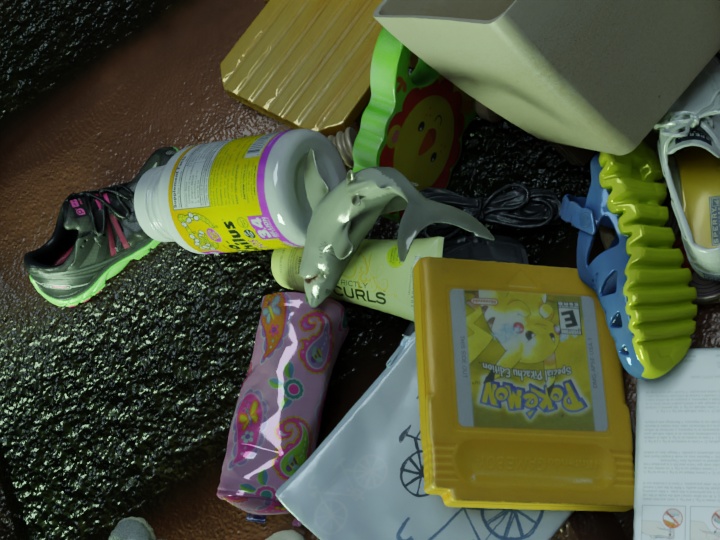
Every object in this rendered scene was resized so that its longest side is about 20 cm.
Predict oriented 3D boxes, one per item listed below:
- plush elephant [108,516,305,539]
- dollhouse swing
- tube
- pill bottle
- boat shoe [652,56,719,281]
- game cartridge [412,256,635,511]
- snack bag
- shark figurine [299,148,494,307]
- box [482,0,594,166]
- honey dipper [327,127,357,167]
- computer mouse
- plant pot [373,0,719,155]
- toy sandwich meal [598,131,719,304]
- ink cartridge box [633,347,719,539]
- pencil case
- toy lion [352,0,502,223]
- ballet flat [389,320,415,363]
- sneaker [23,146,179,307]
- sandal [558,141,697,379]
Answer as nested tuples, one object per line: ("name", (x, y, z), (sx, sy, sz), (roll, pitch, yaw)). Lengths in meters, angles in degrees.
("plush elephant", (-0.096, 0.282, 1.113), (0.154, 0.200, 0.165), (-23, 59, -14))
("dollhouse swing", (-0.050, -0.264, 1.320), (0.200, 0.182, 0.176), (30, 62, 30))
("tube", (0.000, 0.000, 1.206), (0.199, 0.058, 0.052), (9, 47, 47))
("pill bottle", (-0.115, -0.069, 1.258), (0.199, 0.104, 0.105), (-4, 66, 39))
("boat shoe", (0.263, -0.098, 1.070), (0.074, 0.086, 0.203), (-8, 68, 21))
("game cartridge", (0.132, 0.091, 1.098), (0.175, 0.032, 0.201), (4, 66, -16))
("snack bag", (0.056, 0.179, 1.095), (0.200, 0.021, 0.189), (41, 80, 2))
("shark figurine", (0.023, -0.052, 1.121), (0.214, 0.089, 0.129), (-22, 70, 56))
("box", (0.195, -0.219, 1.197), (0.200, 0.163, 0.021), (-54, 24, -5))
("honey dipper", (-0.091, -0.088, 1.333), (0.199, 0.038, 0.038), (-20, 62, 18))
("computer mouse", (0.114, 0.025, 1.176), (0.138, 0.053, 0.201), (-1, 66, -6))
("plant pot", (0.167, -0.205, 1.078), (0.200, 0.177, 0.200), (-48, 27, -9))
("toy sandwich meal", (0.286, -0.072, 1.136), (0.204, 0.070, 0.206), (-9, 65, 20))
("ink cartridge box", (0.293, 0.159, 1.050), (0.159, 0.047, 0.201), (-3, 70, 23))
("pencil case", (-0.067, 0.120, 1.206), (0.087, 0.087, 0.201), (3, 70, 25))
("toy lion", (0.054, -0.148, 1.205), (0.068, 0.200, 0.192), (24, 62, 31))
("ballet flat", (0.042, 0.132, 1.159), (0.073, 0.073, 0.201), (-11, 69, 19))
("sneaker", (-0.251, -0.049, 1.353), (0.200, 0.084, 0.077), (-45, 43, 0))
("sandal", (0.212, -0.006, 1.102), (0.087, 0.079, 0.201), (-31, 56, 46))
